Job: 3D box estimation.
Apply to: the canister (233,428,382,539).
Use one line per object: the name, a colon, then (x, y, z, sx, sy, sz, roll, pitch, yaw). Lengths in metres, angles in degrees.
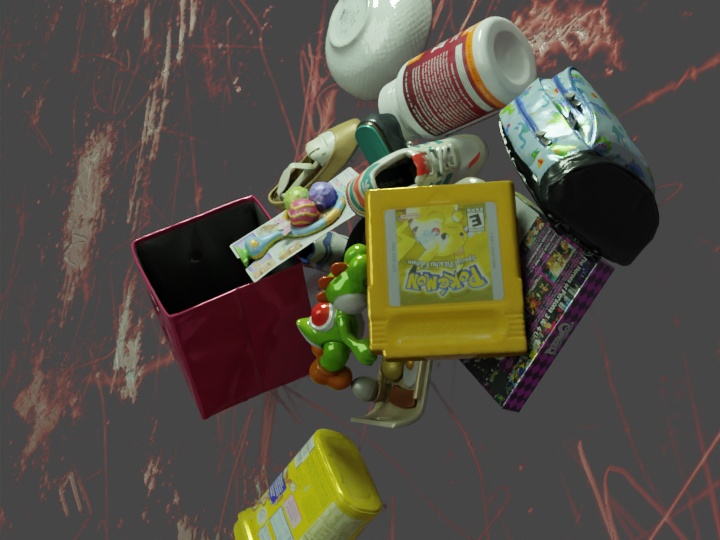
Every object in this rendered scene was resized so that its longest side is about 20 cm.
canister: (-0.071, 0.328, 1.254, 0.200, 0.086, 0.149, -51, 42, 22)

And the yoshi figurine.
yoshi figurine: (0.002, 0.054, 1.174, 0.112, 0.112, 0.201, 39, 134, 21)

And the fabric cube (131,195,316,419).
fabric cube: (-0.189, 0.050, 1.353, 0.196, 0.199, 0.200, 51, 157, 46)

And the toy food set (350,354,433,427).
toy food set: (0.037, 0.097, 1.199, 0.143, 0.060, 0.202, 165, 116, -68)

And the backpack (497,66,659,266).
backpack: (0.229, -0.125, 1.024, 0.154, 0.163, 0.200, -52, 35, 10)

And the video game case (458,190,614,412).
video game case: (0.178, 0.031, 1.104, 0.201, 0.036, 0.181, -60, 38, 15)

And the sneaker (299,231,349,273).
sneaker: (-0.086, -0.045, 1.419, 0.199, 0.088, 0.076, 16, 90, 53)

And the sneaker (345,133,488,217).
sneaker: (0.082, -0.122, 1.166, 0.071, 0.199, 0.093, 69, 163, 2)

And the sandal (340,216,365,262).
sandal: (0.000, 0.000, 1.319, 0.043, 0.076, 0.201, 33, 115, 20)

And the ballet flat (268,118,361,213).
ballet flat: (-0.072, -0.161, 1.467, 0.200, 0.063, 0.069, -49, 44, 26)

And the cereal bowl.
cereal bowl: (0.012, -0.365, 1.430, 0.199, 0.083, 0.202, -21, 61, 45)

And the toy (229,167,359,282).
toy: (-0.082, -0.076, 1.246, 0.200, 0.047, 0.115, -37, 35, -4)

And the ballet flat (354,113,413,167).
ballet flat: (0.058, -0.118, 1.253, 0.073, 0.073, 0.201, -3, 117, 50)

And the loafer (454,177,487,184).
loafer: (0.092, -0.043, 1.179, 0.200, 0.075, 0.068, -44, 15, 48)

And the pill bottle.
pill bottle: (0.119, -0.237, 1.222, 0.199, 0.113, 0.114, -18, 62, 45)

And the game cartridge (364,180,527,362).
game cartridge: (0.094, 0.000, 1.070, 0.175, 0.032, 0.202, -4, 71, 5)
